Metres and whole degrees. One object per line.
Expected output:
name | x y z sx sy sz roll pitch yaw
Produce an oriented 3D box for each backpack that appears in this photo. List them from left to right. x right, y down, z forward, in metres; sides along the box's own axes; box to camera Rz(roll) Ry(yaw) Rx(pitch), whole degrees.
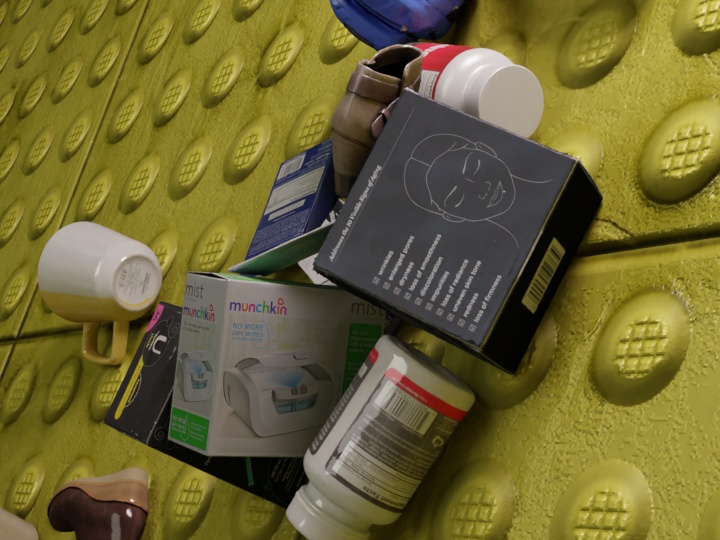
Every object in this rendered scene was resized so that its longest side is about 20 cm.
backpack | 0.051 -0.337 1.621 0.169 0.162 0.200 -58 -2 4

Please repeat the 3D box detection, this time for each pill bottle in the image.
pill bottle | 0.014 0.174 1.349 0.201 0.110 0.111 -57 32 5
pill bottle | 0.107 -0.189 1.522 0.200 0.112 0.113 21 82 58

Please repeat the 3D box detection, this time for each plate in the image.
plate | -0.046 -0.032 1.460 0.199 0.026 0.200 -25 3 1

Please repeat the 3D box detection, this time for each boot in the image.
boot | -0.350 0.349 1.775 0.199 0.072 0.167 -27 42 37
boot | 0.036 -0.158 1.416 0.070 0.200 0.147 24 118 20

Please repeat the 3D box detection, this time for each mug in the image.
mug | -0.359 0.025 2.026 0.153 0.188 0.149 8 38 47

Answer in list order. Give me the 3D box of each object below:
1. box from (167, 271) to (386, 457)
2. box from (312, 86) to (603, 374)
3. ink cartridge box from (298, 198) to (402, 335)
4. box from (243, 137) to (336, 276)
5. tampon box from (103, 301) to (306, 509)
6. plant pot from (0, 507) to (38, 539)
box | -0.084 0.098 1.438 0.096 0.199 0.178 9 92 55
box | 0.095 -0.038 1.336 0.196 0.124 0.201 27 86 26
ink cartridge box | 0.000 0.000 1.586 0.094 0.044 0.200 -57 32 8
box | -0.084 -0.069 1.755 0.121 0.032 0.201 -21 41 46
tampon box | -0.150 0.148 1.533 0.126 0.199 0.151 11 73 57
plant pot | -0.560 0.388 1.940 0.200 0.183 0.202 -34 40 35
